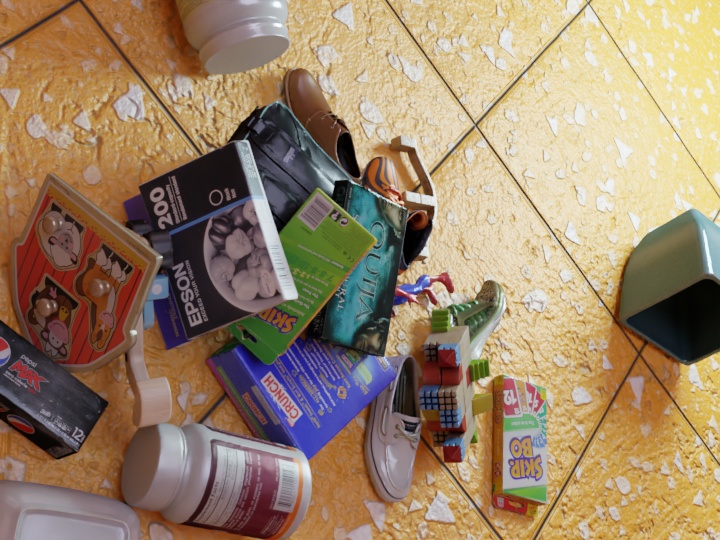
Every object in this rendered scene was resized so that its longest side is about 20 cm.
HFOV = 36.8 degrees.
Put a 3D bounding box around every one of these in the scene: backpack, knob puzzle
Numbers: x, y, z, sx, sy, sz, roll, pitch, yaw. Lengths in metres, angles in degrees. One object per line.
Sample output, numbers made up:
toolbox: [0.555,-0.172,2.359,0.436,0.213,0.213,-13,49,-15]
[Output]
backpack: [-0.106,-0.087,1.402,0.200,0.153,0.177,38,58,-14]
knob puzzle: [-0.319,0.025,1.171,0.030,0.218,0.221,-12,81,-60]

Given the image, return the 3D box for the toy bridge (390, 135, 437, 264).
toy bridge: [0.086,-0.105,1.653,0.067,0.027,0.202,8,68,-38]

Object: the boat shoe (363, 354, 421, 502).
boat shoe: [0.049,0.211,1.472,0.073,0.067,0.202,9,68,-36]

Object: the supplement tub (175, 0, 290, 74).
supplement tub: [-0.182,-0.383,1.463,0.144,0.145,0.202,-12,81,-41]

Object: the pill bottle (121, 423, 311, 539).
pill bottle: [-0.166,0.243,1.252,0.199,0.114,0.115,20,61,-32]

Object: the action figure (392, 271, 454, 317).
action figure: [0.050,0.038,1.542,0.199,0.065,0.052,-4,71,-42]

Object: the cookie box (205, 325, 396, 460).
cookie box: [-0.073,0.127,1.400,0.200,0.075,0.172,-38,98,-42]

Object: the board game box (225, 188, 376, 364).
board game box: [-0.079,0.009,1.304,0.095,0.030,0.200,40,90,9]

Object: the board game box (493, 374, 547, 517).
board game box: [0.242,0.265,1.639,0.095,0.030,0.202,20,64,-32]

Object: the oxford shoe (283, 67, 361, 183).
oxford shoe: [-0.048,-0.208,1.556,0.071,0.071,0.201,-22,86,-40]

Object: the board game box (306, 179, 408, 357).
board game box: [0.000,0.000,1.383,0.135,0.028,0.202,21,76,-50]

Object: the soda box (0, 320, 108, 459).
soda box: [-0.375,0.116,1.164,0.200,0.063,0.071,43,51,-20]

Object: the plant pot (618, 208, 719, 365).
plant pot: [0.588,0.013,1.920,0.196,0.195,0.201,31,46,-26]

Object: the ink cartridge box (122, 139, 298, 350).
ink cartridge box: [-0.191,-0.026,1.282,0.043,0.199,0.200,-4,73,-65]

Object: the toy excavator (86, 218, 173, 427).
toy excavator: [-0.261,0.056,1.230,0.099,0.194,0.202,-8,107,-28]

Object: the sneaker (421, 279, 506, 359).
sneaker: [0.152,0.073,1.612,0.088,0.077,0.201,40,50,-10]

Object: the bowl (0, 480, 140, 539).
bowl: [-0.317,0.322,1.126,0.199,0.074,0.202,20,62,-34]

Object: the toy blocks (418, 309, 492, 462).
toy blocks: [0.119,0.169,1.484,0.137,0.099,0.202,-44,130,-69]

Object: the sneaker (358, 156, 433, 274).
sneaker: [0.057,-0.084,1.563,0.077,0.112,0.202,13,65,-35]
